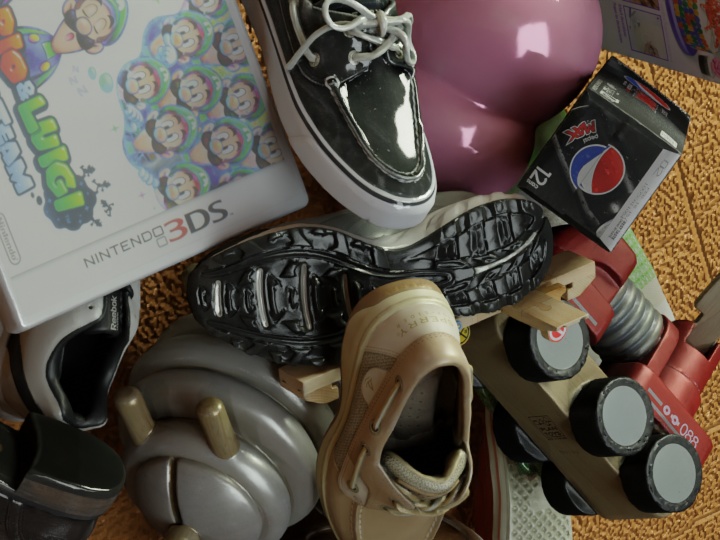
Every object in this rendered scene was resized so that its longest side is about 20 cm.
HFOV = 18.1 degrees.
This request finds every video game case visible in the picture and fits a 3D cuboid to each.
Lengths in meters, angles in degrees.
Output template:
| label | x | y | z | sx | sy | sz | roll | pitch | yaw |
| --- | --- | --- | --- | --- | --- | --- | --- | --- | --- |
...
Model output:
| label | x | y | z | sx | sy | sz | roll | pitch | yaw |
| --- | --- | --- | --- | --- | --- | --- | --- | --- | --- |
| video game case | -0.133 | -0.094 | 1.129 | 0.182 | 0.024 | 0.201 | -25 | 98 | -32 |

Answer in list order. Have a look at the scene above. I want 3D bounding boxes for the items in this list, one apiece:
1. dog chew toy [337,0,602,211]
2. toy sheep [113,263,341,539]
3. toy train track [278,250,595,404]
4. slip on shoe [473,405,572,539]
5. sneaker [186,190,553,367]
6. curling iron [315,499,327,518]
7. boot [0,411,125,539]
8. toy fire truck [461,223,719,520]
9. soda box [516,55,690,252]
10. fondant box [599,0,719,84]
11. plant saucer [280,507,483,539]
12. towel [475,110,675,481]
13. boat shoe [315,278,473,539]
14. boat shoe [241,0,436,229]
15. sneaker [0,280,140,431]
| label | x | y | z | sx | sy | sz | roll | pitch | yaw |
| --- | --- | --- | --- | --- | --- | --- | --- | --- | --- |
| dog chew toy | 0.053 | -0.093 | 1.280 | 0.124 | 0.124 | 0.201 | 18 | 101 | -43 |
| toy sheep | -0.071 | 0.084 | 1.224 | 0.200 | 0.137 | 0.138 | -60 | 138 | -36 |
| toy train track | 0.045 | 0.037 | 1.217 | 0.199 | 0.115 | 0.033 | -21 | 119 | -31 |
| slip on shoe | 0.102 | 0.113 | 1.443 | 0.074 | 0.061 | 0.201 | 0 | 93 | -28 |
| sneaker | 0.000 | 0.000 | 1.194 | 0.199 | 0.079 | 0.074 | -10 | 106 | -24 |
| curling iron | 0.016 | 0.122 | 1.322 | 0.200 | 0.049 | 0.026 | -23 | 131 | -76 |
| boot | -0.227 | 0.140 | 1.144 | 0.199 | 0.069 | 0.174 | 24 | 117 | -10 |
| toy fire truck | 0.168 | 0.026 | 1.350 | 0.176 | 0.128 | 0.200 | 48 | 59 | -21 |
| soda box | 0.141 | -0.068 | 1.277 | 0.071 | 0.063 | 0.200 | -55 | 177 | 14 |
| fondant box | 0.195 | -0.188 | 1.306 | 0.058 | 0.200 | 0.145 | -33 | 126 | -27 |
| plant saucer | -0.007 | 0.166 | 1.267 | 0.200 | 0.200 | 0.032 | -9 | 110 | -39 |
| towel | 0.109 | 0.008 | 1.395 | 0.149 | 0.031 | 0.200 | -38 | 109 | -26 |
| boat shoe | 0.023 | 0.096 | 1.158 | 0.072 | 0.065 | 0.201 | -13 | 136 | -19 |
| boat shoe | -0.006 | -0.119 | 1.165 | 0.073 | 0.200 | 0.068 | -3 | 151 | -33 |
| sneaker | -0.135 | -0.009 | 1.172 | 0.074 | 0.080 | 0.201 | 9 | 99 | -40 |
